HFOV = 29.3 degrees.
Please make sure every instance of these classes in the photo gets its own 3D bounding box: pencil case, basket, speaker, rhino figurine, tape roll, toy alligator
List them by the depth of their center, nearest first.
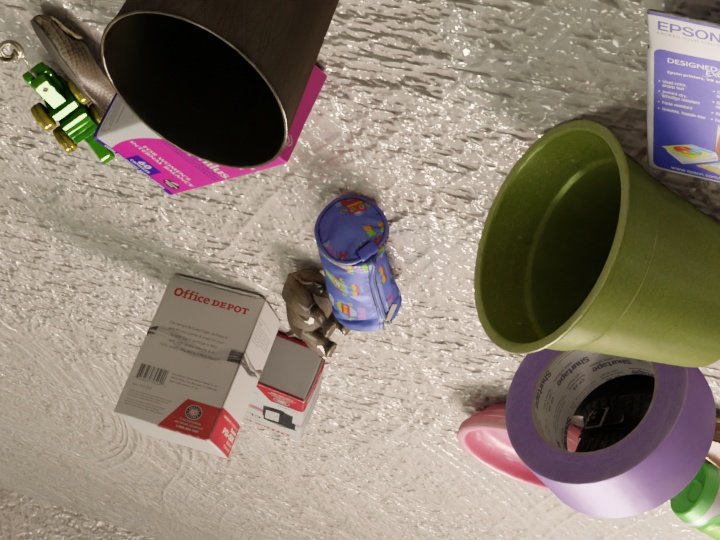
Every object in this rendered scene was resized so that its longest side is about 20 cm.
[{"bbox_3d":[-0.075,-0.200,0.955,0.135,0.201,0.181,20,156,7],"label":"basket"},{"bbox_3d":[0.254,0.145,1.407,0.199,0.201,0.085,3,150,38],"label":"tape roll"},{"bbox_3d":[-0.313,-0.182,1.409,0.054,0.059,0.200,57,-177,40],"label":"toy alligator"},{"bbox_3d":[0.000,0.000,1.478,0.087,0.078,0.200,46,166,23],"label":"pencil case"},{"bbox_3d":[-0.056,0.058,1.681,0.087,0.060,0.200,38,161,13],"label":"rhino figurine"},{"bbox_3d":[0.486,0.313,1.712,0.199,0.089,0.088,29,156,-15],"label":"speaker"}]

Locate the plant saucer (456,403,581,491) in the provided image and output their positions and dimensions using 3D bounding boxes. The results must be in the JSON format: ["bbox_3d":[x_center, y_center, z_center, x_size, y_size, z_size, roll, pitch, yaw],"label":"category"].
[{"bbox_3d":[0.227,0.231,1.814,0.199,0.051,0.201,18,156,8],"label":"plant saucer"}]

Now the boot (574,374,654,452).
[{"bbox_3d":[0.257,0.176,1.526,0.079,0.159,0.211,33,155,-24],"label":"boot"}]

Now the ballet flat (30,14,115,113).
[{"bbox_3d":[-0.252,-0.185,1.362,0.200,0.046,0.067,51,176,-39],"label":"ballet flat"}]

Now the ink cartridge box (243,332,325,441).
[{"bbox_3d":[-0.132,0.156,1.938,0.145,0.083,0.200,20,157,4],"label":"ink cartridge box"}]

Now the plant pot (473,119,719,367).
[{"bbox_3d":[0.230,-0.002,1.167,0.189,0.201,0.200,19,161,-26],"label":"plant pot"}]

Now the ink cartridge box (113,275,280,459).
[{"bbox_3d":[-0.209,0.124,1.791,0.146,0.201,0.083,14,159,21],"label":"ink cartridge box"}]

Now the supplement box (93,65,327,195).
[{"bbox_3d":[-0.139,-0.149,1.255,0.101,0.104,0.199,37,151,-29],"label":"supplement box"}]

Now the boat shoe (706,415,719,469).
[{"bbox_3d":[0.450,0.223,1.568,0.199,0.068,0.072,24,157,-2],"label":"boat shoe"}]

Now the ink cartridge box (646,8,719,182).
[{"bbox_3d":[0.305,-0.120,0.986,0.196,0.047,0.200,16,155,19],"label":"ink cartridge box"}]
